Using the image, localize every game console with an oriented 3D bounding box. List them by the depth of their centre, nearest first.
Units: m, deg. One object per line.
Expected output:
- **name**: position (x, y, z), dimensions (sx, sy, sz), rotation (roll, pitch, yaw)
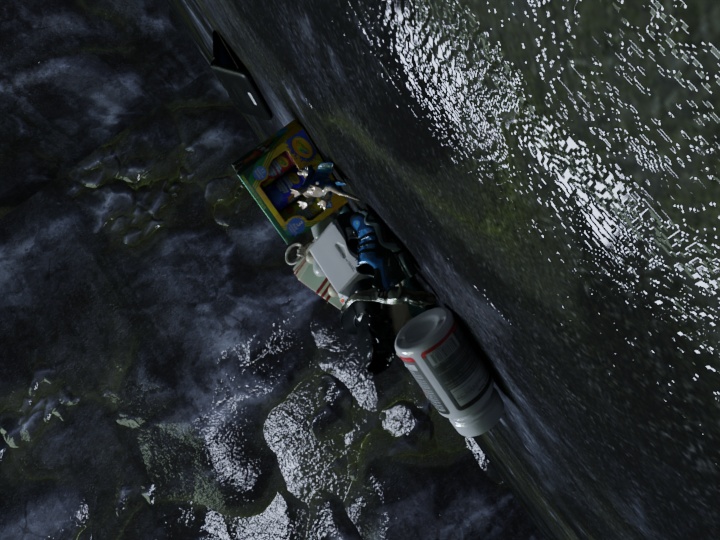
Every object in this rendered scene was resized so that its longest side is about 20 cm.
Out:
- **game console**: position (-0.318, -0.528, 1.714), dimensions (0.174, 0.117, 0.200), rotation (21, 164, 21)

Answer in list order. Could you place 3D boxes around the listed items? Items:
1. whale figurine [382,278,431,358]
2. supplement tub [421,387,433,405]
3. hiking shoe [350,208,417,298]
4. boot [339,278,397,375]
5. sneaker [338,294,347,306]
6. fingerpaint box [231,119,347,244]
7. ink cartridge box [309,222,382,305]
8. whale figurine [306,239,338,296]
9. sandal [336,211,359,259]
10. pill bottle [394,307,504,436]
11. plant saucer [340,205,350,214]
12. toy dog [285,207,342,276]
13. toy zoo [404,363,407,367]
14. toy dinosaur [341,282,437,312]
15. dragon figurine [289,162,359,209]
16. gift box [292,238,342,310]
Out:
- **whale figurine**: position (0.098, 0.073, 1.242), dimensions (0.159, 0.102, 0.203), rotation (-129, 29, -66)
- **supplement tub**: position (0.201, 0.274, 1.535), dimensions (0.107, 0.106, 0.200), rotation (53, 176, 21)
- **hiking shoe**: position (0.017, -0.040, 1.116), dimensions (0.075, 0.086, 0.200), rotation (56, 177, -41)
- **boot**: position (0.015, 0.129, 1.257), dimensions (0.199, 0.072, 0.164), rotation (109, 150, -56)
- **sneaker**: position (0.023, 0.075, 1.512), dimensions (0.200, 0.077, 0.082), rotation (46, -135, -27)
- **fingerpaint box**: position (-0.148, -0.186, 1.348), dimensions (0.201, 0.166, 0.073), rotation (57, 177, -35)
- **ink cartridge box**: position (0.000, 0.000, 1.362), dimensions (0.199, 0.084, 0.146), rotation (28, -159, -51)
- **whale figurine**: position (-0.047, -0.007, 1.570), dimensions (0.198, 0.161, 0.104), rotation (29, 162, -18)
- **sandal**: position (-0.001, -0.075, 1.239), dimensions (0.201, 0.074, 0.049), rotation (-127, 27, -51)
- **pill bottle**: position (0.153, 0.173, 1.063), dimensions (0.201, 0.113, 0.114), rotation (55, 177, -17)
- **plant saucer**: position (-0.028, -0.130, 1.525), dimensions (0.200, 0.019, 0.070), rotation (54, 177, 43)
- **toy dog**: position (-0.082, -0.081, 1.469), dimensions (0.130, 0.203, 0.096), rotation (12, 169, 28)
- **toy zoo**: position (0.115, 0.163, 1.468), dimensions (0.132, 0.020, 0.201), rotation (55, -162, -17)
- **toy dinosaur**: position (0.048, 0.029, 1.141), dimensions (0.198, 0.089, 0.047), rotation (-6, 146, 38)
- **dragon figurine**: position (-0.069, -0.172, 1.228), dimensions (0.198, 0.100, 0.059), rotation (-1, 134, 45)
- **gift box**: position (-0.055, -0.014, 1.726), dimensions (0.199, 0.188, 0.184), rotation (34, -178, -20)
